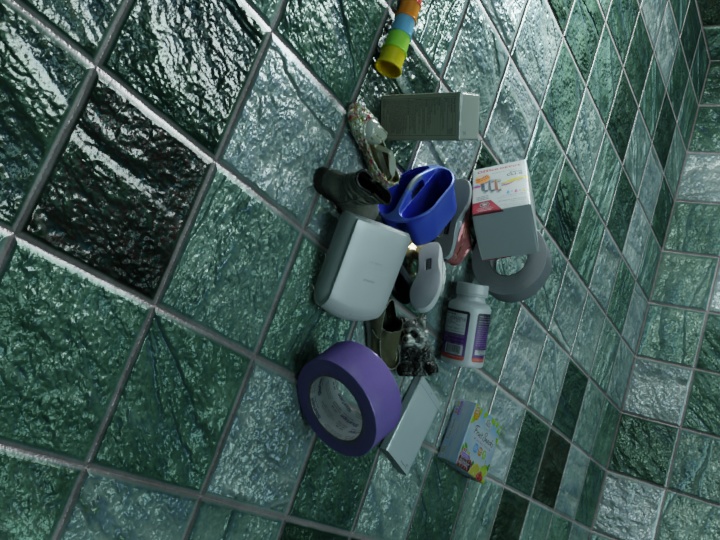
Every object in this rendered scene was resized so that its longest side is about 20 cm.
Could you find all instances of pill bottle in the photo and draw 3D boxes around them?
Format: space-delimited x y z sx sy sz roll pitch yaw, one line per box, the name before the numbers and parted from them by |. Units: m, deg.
pill bottle | 0.267 0.134 1.820 0.110 0.110 0.205 6 93 -52

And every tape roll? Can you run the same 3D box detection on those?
tape roll | -0.023 0.245 1.391 0.084 0.197 0.205 -30 120 -45
tape roll | 0.388 -0.024 1.869 0.066 0.197 0.205 37 69 -56

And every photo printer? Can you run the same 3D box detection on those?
photo printer | 0.000 0.000 1.437 0.164 0.069 0.204 16 99 -40

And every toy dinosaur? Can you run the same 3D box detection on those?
toy dinosaur | 0.121 -0.037 1.654 0.199 0.057 0.104 -25 102 -54

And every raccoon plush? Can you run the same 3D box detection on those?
raccoon plush | 0.131 0.176 1.704 0.200 0.094 0.138 32 55 -81

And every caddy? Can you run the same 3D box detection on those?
caddy | 0.121 -0.149 1.546 0.201 0.139 0.107 -50 138 -34

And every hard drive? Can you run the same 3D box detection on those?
hard drive | 0.123 0.372 1.750 0.202 0.026 0.133 -59 138 -26

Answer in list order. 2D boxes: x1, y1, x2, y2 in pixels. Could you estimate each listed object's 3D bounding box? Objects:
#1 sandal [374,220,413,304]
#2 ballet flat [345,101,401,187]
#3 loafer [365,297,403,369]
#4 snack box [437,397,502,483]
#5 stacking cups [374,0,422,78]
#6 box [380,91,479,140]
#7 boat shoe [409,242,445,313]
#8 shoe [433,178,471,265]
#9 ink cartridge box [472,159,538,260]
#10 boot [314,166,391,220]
sandal | 0.054 -0.010 1.549 0.043 0.075 0.203 -41 118 -30
ballet flat | 0.034 -0.252 1.472 0.076 0.063 0.202 -53 134 -30
loafer | 0.055 0.137 1.575 0.075 0.069 0.204 -40 127 -40
snack box | 0.300 0.462 1.967 0.200 0.067 0.172 45 63 -48
stacking cups | 0.090 -0.497 1.495 0.060 0.060 0.204 40 66 -48
box | 0.140 -0.312 1.485 0.077 0.197 0.098 -10 106 -50
boat shoe | 0.151 0.027 1.567 0.202 0.070 0.066 -82 149 -49
shoe | 0.235 -0.114 1.765 0.090 0.070 0.205 22 83 -56
ink cartridge box | 0.356 -0.150 1.793 0.202 0.142 0.147 -79 154 -51
boot | 0.009 -0.137 1.408 0.199 0.129 0.069 31 74 -50
